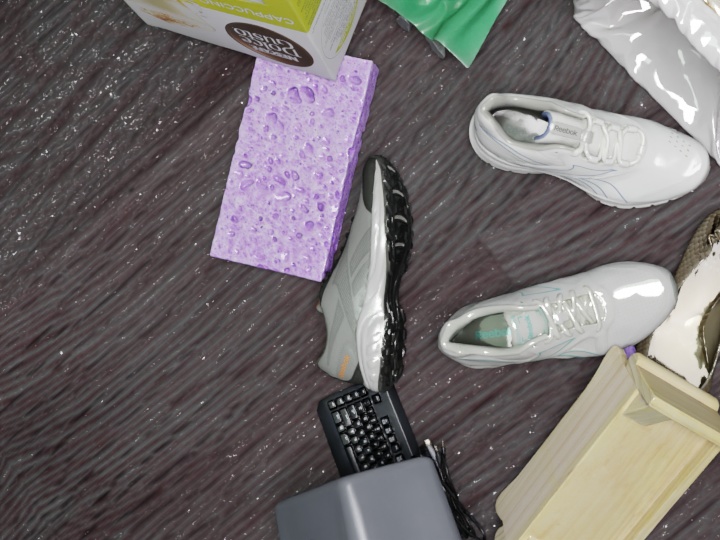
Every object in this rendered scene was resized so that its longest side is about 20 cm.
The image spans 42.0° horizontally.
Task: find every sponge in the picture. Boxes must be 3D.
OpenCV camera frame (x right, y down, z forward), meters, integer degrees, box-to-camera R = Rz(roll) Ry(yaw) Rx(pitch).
[{"bbox_3d":[-0.060,-0.097,0.846,0.110,0.030,0.203,14,91,14],"label":"sponge"}]

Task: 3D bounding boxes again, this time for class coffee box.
[{"bbox_3d":[-0.093,-0.303,0.762,0.198,0.198,0.202,19,84,14],"label":"coffee box"}]

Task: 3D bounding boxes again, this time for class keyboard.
[{"bbox_3d":[0.035,0.192,0.809,0.103,0.040,0.202,-24,84,13],"label":"keyboard"}]

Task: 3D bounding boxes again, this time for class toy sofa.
[{"bbox_3d":[0.193,0.165,0.739,0.082,0.098,0.201,29,109,-10],"label":"toy sofa"}]

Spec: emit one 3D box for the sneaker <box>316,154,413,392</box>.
[{"bbox_3d":[0.000,0.000,0.808,0.078,0.074,0.203,5,89,22],"label":"sneaker"}]

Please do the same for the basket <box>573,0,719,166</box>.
[{"bbox_3d":[0.277,-0.201,0.681,0.161,0.198,0.200,-42,79,7],"label":"basket"}]

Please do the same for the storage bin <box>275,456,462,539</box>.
[{"bbox_3d":[0.015,0.227,0.733,0.144,0.200,0.136,-8,75,-27],"label":"storage bin"}]

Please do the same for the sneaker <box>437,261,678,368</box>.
[{"bbox_3d":[0.156,0.043,0.755,0.198,0.080,0.071,-17,83,18],"label":"sneaker"}]

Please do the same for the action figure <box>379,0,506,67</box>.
[{"bbox_3d":[0.112,-0.277,0.796,0.118,0.055,0.200,41,91,13],"label":"action figure"}]

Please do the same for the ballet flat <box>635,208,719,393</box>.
[{"bbox_3d":[0.267,0.043,0.752,0.067,0.046,0.202,23,94,14],"label":"ballet flat"}]

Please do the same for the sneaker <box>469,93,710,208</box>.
[{"bbox_3d":[0.181,-0.099,0.757,0.198,0.087,0.075,11,89,13],"label":"sneaker"}]
